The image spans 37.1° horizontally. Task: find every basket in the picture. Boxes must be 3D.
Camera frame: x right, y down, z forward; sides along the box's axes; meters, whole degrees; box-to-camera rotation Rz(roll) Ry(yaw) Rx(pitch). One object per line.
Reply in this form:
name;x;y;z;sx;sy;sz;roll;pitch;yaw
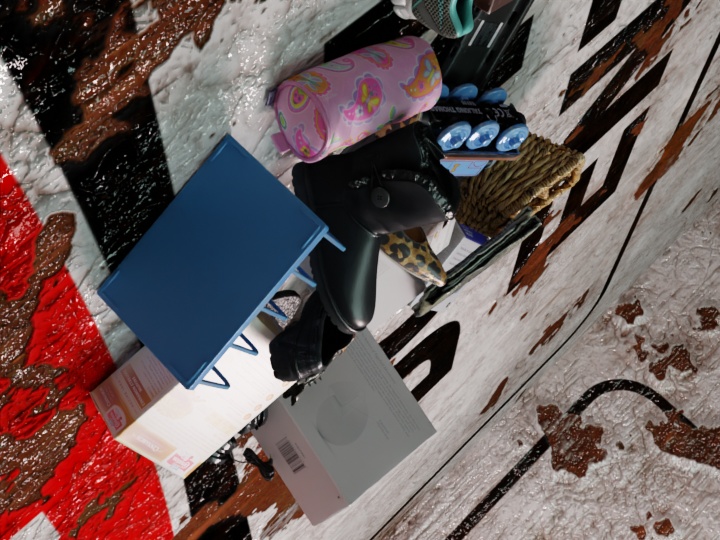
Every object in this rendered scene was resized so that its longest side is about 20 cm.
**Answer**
basket;0.220;-0.108;1.499;0.200;0.147;0.145;39;74;-82

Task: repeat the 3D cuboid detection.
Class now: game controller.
game controller;0.151;-0.289;1.290;0.103;0.042;0.202;-2;131;-45

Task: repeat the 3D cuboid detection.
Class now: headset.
headset;-0.168;0.214;1.435;0.123;0.094;0.201;-42;148;-16

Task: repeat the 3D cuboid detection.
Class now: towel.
towel;0.149;-0.009;1.447;0.191;0.035;0.200;-36;176;-6

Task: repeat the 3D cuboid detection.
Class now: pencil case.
pencil case;-0.003;-0.176;1.091;0.199;0.087;0.088;-31;154;-40

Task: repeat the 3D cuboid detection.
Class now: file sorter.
file sorter;-0.129;0.002;1.064;0.201;0.138;0.123;-49;162;1

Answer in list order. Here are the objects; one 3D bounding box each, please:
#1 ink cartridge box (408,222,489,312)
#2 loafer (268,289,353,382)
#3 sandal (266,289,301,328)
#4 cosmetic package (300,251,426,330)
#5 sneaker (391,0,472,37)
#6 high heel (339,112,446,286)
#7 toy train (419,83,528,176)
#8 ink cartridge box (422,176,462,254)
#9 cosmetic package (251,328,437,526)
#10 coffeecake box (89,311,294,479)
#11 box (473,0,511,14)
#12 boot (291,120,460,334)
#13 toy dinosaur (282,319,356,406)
ink cartridge box;0.162;-0.021;1.785;0.201;0.040;0.199;-53;160;10
loafer;-0.037;0.068;1.206;0.201;0.069;0.069;-48;131;-62
sandal;-0.162;0.075;1.274;0.199;0.048;0.075;-35;152;1
cosmetic package;0.000;0.000;1.371;0.101;0.075;0.200;-36;155;8
sneaker;0.106;-0.314;1.030;0.077;0.091;0.202;-30;153;-43
high heel;0.067;-0.086;1.217;0.142;0.200;0.072;-40;-169;19
toy train;0.116;-0.163;1.300;0.198;0.088;0.114;-5;148;-42
ink cartridge box;0.073;-0.060;1.522;0.173;0.043;0.201;-41;158;-29
cosmetic package;-0.032;0.217;1.541;0.199;0.201;0.123;-31;174;-38
coffeecake box;-0.175;0.123;1.201;0.199;0.073;0.154;-40;146;-1
box;0.186;-0.367;1.156;0.199;0.075;0.101;-38;158;-33
boot;0.027;-0.041;1.125;0.165;0.204;0.076;-11;-172;28
toy dinosaur;-0.061;0.089;1.406;0.135;0.103;0.201;-33;166;-26
